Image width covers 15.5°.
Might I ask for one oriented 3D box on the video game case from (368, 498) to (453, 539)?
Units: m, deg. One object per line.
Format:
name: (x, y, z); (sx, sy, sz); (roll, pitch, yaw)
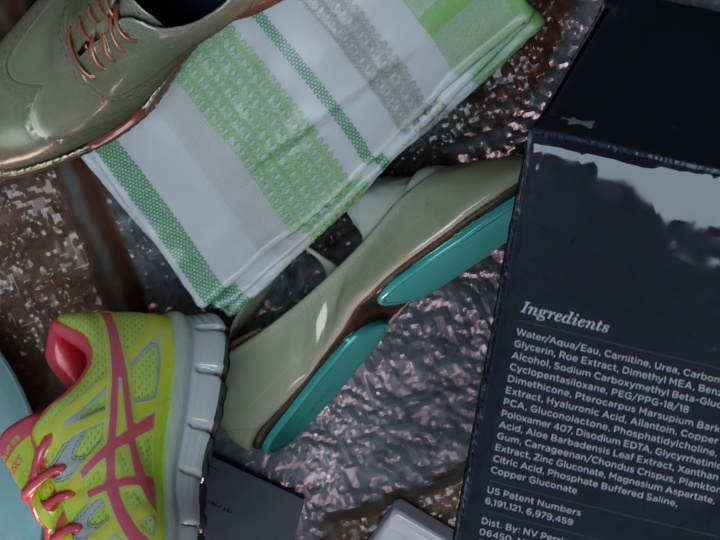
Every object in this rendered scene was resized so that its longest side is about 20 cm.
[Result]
video game case: (0.027, 0.223, 1.267); (0.143, 0.018, 0.201); (31, 110, -5)

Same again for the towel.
towel: (-0.039, -0.096, 1.139); (0.200, 0.031, 0.149); (-42, 86, 18)

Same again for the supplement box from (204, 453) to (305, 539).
supplement box: (-0.115, 0.186, 1.227); (0.101, 0.103, 0.201); (25, 112, -3)

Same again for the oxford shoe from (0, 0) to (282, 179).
oxford shoe: (-0.101, -0.107, 1.106); (0.200, 0.074, 0.071); (-38, 84, 16)

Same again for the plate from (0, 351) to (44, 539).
plate: (-0.237, 0.100, 1.216); (0.199, 0.026, 0.202); (1, 94, 21)

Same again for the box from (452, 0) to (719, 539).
box: (0.122, 0.015, 1.075); (0.117, 0.197, 0.201); (13, 114, 10)

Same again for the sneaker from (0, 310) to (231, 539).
sneaker: (-0.111, 0.099, 1.108); (0.090, 0.201, 0.078); (14, 138, -10)

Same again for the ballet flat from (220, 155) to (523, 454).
ballet flat: (0.000, 0.000, 1.171); (0.069, 0.070, 0.200); (44, 110, -9)
